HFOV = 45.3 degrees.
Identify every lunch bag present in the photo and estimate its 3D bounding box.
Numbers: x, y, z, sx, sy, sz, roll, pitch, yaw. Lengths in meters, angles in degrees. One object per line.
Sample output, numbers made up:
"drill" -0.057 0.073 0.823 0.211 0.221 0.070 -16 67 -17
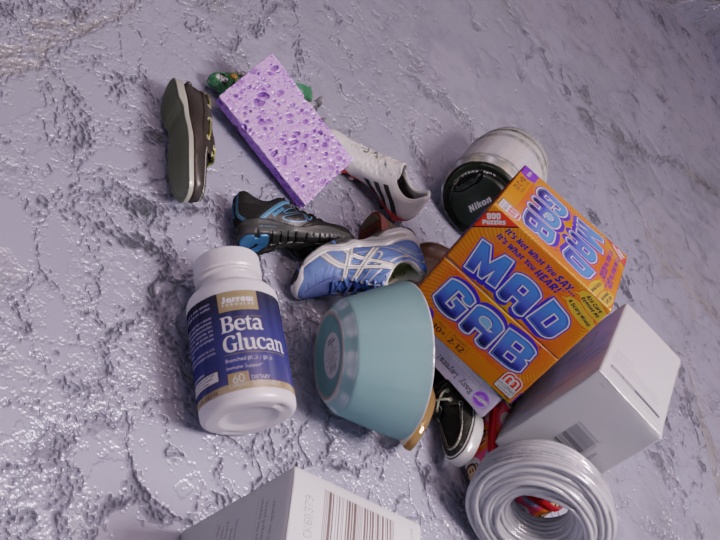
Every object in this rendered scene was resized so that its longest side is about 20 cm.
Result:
"lunch bag" 0.223 0.253 1.281 0.176 0.082 0.201 36 38 -16

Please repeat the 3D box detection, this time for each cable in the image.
"cable" 0.240 0.317 1.145 0.200 0.200 0.069 44 34 -5

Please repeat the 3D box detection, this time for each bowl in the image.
"bowl" 0.006 0.111 1.093 0.104 0.201 0.202 5 56 -21

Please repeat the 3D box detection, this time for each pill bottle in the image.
"pill bottle" -0.144 0.078 1.002 0.110 0.111 0.202 12 53 -40

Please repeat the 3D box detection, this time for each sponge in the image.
"sponge" -0.109 -0.204 1.271 0.112 0.030 0.200 -43 102 -22

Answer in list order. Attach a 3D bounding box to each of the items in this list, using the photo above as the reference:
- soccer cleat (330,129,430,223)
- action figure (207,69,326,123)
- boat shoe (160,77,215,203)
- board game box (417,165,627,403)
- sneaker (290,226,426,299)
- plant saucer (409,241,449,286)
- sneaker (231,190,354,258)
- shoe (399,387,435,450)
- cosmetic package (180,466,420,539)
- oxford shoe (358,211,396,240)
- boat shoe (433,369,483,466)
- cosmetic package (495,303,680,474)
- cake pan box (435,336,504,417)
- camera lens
"soccer cleat" 0.027 -0.163 1.389 0.200 0.085 0.069 45 38 -11
"action figure" -0.144 -0.263 1.318 0.199 0.055 0.119 10 57 -37
"boat shoe" -0.221 -0.171 1.146 0.060 0.072 0.203 12 50 -35
"board game box" 0.218 0.014 1.199 0.200 0.200 0.200 42 30 3
"sneaker" 0.000 0.000 1.182 0.198 0.076 0.077 -19 54 -15
"plant saucer" 0.139 0.049 1.386 0.199 0.032 0.202 27 45 -29
"sneaker" -0.090 -0.065 1.201 0.199 0.073 0.083 8 54 -44
"shoe" 0.071 0.169 1.199 0.053 0.070 0.201 24 34 -4
"cosmetic package" -0.067 0.319 0.820 0.164 0.200 0.166 31 42 -26
"oxford shoe" 0.045 0.001 1.294 0.073 0.071 0.201 29 44 -32
"boat shoe" 0.129 0.189 1.241 0.063 0.071 0.201 34 33 -23
"cosmetic package" 0.320 0.181 1.206 0.123 0.199 0.200 47 35 1
"cake pan box" 0.165 0.104 1.268 0.200 0.052 0.184 49 34 13
"camera lens" 0.244 -0.158 1.551 0.160 0.160 0.200 49 38 -5
